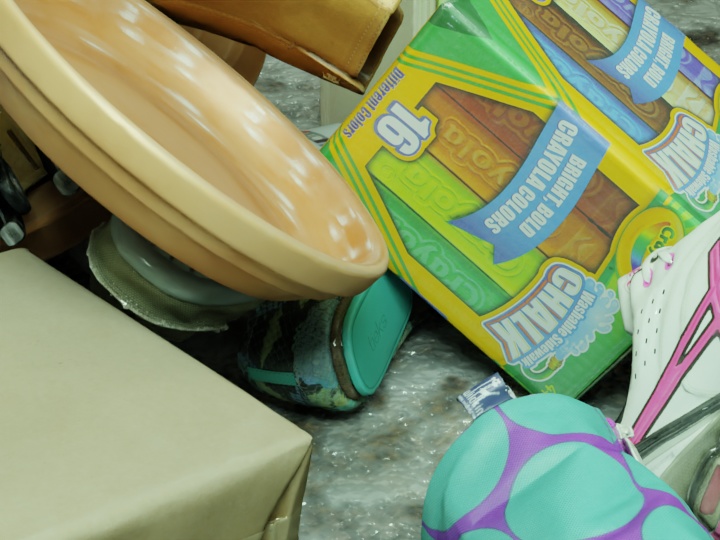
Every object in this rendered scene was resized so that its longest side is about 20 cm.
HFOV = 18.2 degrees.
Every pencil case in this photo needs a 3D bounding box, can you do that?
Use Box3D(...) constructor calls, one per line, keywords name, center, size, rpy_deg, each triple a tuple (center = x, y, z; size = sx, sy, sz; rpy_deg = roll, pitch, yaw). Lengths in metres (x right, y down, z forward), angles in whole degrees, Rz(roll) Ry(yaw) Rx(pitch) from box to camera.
Box3D(name="pencil case", center=(0.103, 0.115, 0.771), size=(0.092, 0.085, 0.200), rpy_deg=(-40, 40, -10))

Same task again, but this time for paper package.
Box3D(name="paper package", center=(-0.144, 0.089, 0.801), size=(0.190, 0.104, 0.200), rpy_deg=(-20, 33, -34))

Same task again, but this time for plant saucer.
Box3D(name="plant saucer", center=(-0.075, -0.054, 0.867), size=(0.200, 0.037, 0.200), rpy_deg=(39, 13, -11))
Box3D(name="plant saucer", center=(-0.136, -0.071, 1.081), size=(0.200, 0.032, 0.201), rpy_deg=(-27, 27, 15))

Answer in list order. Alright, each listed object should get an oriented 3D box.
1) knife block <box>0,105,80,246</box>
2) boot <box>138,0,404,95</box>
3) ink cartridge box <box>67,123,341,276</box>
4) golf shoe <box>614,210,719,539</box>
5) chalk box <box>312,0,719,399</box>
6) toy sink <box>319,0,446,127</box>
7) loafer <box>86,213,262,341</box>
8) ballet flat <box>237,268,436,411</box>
Box3D(name="knife block", center=(-0.147, -0.087, 1.012), size=(0.175, 0.064, 0.200), rpy_deg=(-13, 33, 38))
Box3D(name="boot", center=(-0.059, -0.118, 0.988), size=(0.144, 0.071, 0.201), rpy_deg=(31, -14, -8))
Box3D(name="ink cartridge box", center=(-0.082, -0.053, 1.134), size=(0.162, 0.050, 0.200), rpy_deg=(-14, 34, -25))
Box3D(name="golf shoe", center=(0.143, 0.006, 0.860), size=(0.092, 0.201, 0.073), rpy_deg=(25, 5, 21))
Box3D(name="chalk box", center=(0.098, -0.034, 0.976), size=(0.200, 0.125, 0.124), rpy_deg=(41, 36, 0))
Box3D(name="toy sink", center=(0.060, -0.150, 1.160), size=(0.130, 0.201, 0.112), rpy_deg=(-13, 30, -25))
Box3D(name="loafer", center=(-0.074, 0.003, 0.938), size=(0.075, 0.070, 0.200), rpy_deg=(41, 8, 3))
Box3D(name="ballet flat", center=(0.000, 0.000, 1.020), size=(0.074, 0.075, 0.200), rpy_deg=(10, 26, 19))
